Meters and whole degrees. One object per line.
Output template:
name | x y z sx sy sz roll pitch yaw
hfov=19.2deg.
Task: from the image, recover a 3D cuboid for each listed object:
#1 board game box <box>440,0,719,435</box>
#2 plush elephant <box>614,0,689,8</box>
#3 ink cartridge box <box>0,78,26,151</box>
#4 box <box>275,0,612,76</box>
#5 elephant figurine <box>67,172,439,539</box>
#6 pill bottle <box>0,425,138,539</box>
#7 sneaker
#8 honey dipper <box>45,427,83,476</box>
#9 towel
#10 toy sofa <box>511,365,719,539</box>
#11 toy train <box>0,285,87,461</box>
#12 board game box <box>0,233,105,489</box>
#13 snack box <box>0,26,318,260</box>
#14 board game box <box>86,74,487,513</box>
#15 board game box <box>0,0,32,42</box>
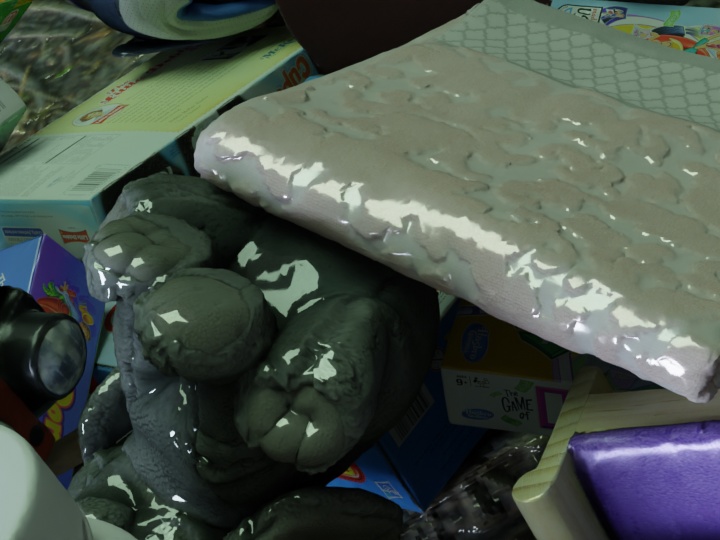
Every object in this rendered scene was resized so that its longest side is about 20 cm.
board game box | 0.119 -0.022 0.803 0.134 0.034 0.200 6 49 15
plush elephant | 0.188 -0.199 0.922 0.165 0.155 0.200 10 22 -2
ink cartridge box | -0.264 -0.012 1.084 0.161 0.050 0.200 -44 -3 -34
box | 0.045 -0.200 1.054 0.164 0.166 0.200 -18 34 18
elephant figurine | -0.056 0.075 0.748 0.155 0.200 0.142 12 27 -8
pill bottle | -0.087 0.148 0.641 0.114 0.200 0.114 -21 32 14
sneaker | -0.053 -0.164 1.135 0.200 0.081 0.146 -15 22 -34
honey dipper | -0.079 0.050 0.818 0.200 0.038 0.038 -31 30 -14
towel | 0.076 -0.037 0.737 0.200 0.032 0.191 24 35 29
toy sofa | 0.151 0.081 0.646 0.200 0.083 0.098 -7 37 33
toy train | -0.196 0.046 0.789 0.200 0.085 0.114 5 57 30
board game box | -0.184 0.094 0.888 0.134 0.045 0.200 -17 49 32
snack box | -0.103 -0.068 1.078 0.116 0.037 0.200 2 31 42
board game box | 0.000 0.000 0.915 0.196 0.056 0.200 7 48 46
board game box | -0.250 -0.073 1.098 0.200 0.030 0.096 -42 0 25
